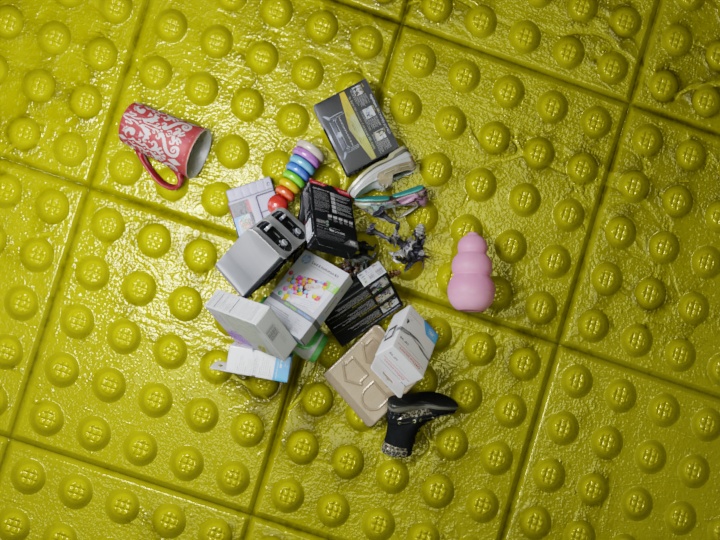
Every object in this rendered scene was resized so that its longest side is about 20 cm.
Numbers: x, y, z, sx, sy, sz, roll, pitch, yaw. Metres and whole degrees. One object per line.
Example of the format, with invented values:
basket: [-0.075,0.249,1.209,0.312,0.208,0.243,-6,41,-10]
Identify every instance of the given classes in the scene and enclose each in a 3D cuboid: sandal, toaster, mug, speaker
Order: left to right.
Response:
mug: [-0.503,-0.314,1.586,0.197,0.133,0.180,24,87,1]
toaster: [-0.235,-0.040,1.516,0.119,0.181,0.200,46,119,-3]
speaker: [-0.183,0.151,1.615,0.198,0.088,0.089,34,88,-2]
sandal: [-0.145,-0.099,1.628,0.044,0.075,0.205,8,86,-11]

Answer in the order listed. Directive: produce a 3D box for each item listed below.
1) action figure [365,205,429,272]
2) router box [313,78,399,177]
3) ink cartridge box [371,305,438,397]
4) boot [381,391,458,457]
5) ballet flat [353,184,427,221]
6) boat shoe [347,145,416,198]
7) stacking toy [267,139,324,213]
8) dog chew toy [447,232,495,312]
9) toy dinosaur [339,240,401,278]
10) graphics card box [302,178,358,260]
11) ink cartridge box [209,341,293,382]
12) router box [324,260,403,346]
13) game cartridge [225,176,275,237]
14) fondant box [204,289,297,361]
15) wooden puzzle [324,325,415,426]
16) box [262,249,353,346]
action figure: [0.110,-0.072,1.608,0.198,0.102,0.120,34,84,-17]
router box: [-0.012,-0.371,1.645,0.155,0.052,0.203,-26,90,-3]
ink cartridge box: [0.113,0.200,1.562,0.116,0.201,0.066,46,130,-13]
boot: [0.149,0.401,1.638,0.200,0.073,0.157,3,108,-23]
ballet flat: [0.082,-0.170,1.646,0.196,0.069,0.073,-11,109,-3]
boat shoe: [0.058,-0.242,1.627,0.199,0.075,0.069,-37,85,-9]
stacking toy: [-0.175,-0.231,1.612,0.085,0.085,0.202,32,83,-2]
dog chew toy: [0.287,0.003,1.625,0.122,0.125,0.205,3,81,-2]
toy dinosaur: [0.000,0.000,1.631,0.196,0.102,0.138,-12,121,-20]
graphics card box: [-0.076,-0.129,1.566,0.123,0.051,0.203,15,44,-27]
ink cartridge box: [-0.271,0.225,1.594,0.196,0.116,0.068,11,90,-3]
router box: [-0.002,0.087,1.597,0.198,0.150,0.051,-33,46,-3]
game cartridge: [-0.265,-0.129,1.641,0.127,0.038,0.204,-18,90,-7]
fondant box: [-0.262,0.129,1.502,0.059,0.198,0.145,-53,134,-24]
wooden puzzle: [0.033,0.273,1.645,0.200,0.046,0.186,-42,91,2]
box: [-0.135,0.064,1.542,0.154,0.041,0.201,28,70,31]
